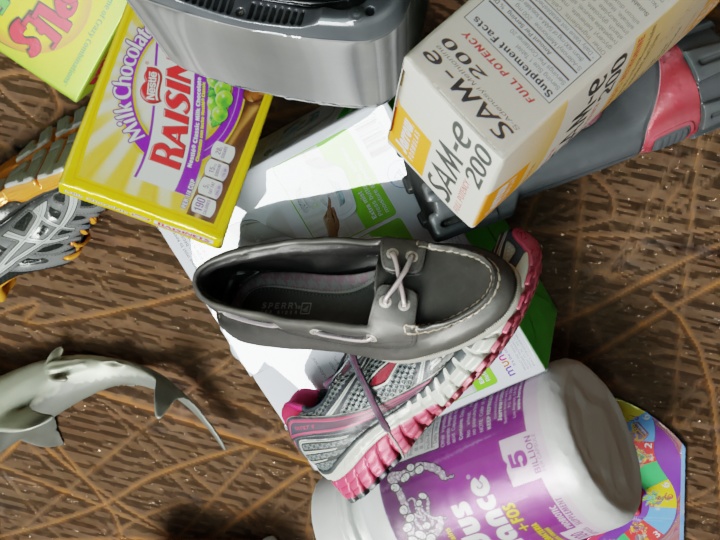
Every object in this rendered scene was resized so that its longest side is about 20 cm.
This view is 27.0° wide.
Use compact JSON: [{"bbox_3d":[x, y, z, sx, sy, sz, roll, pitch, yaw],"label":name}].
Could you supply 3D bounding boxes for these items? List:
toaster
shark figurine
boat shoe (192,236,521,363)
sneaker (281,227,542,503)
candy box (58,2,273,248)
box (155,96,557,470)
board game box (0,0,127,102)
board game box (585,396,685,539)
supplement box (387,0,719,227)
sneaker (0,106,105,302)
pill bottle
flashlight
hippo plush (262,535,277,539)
[{"bbox_3d":[-0.036,-0.161,0.821,0.200,0.129,0.114,12,76,7],"label":"toaster"},{"bbox_3d":[-0.212,0.102,1.079,0.214,0.128,0.090,-15,136,0],"label":"shark figurine"},{"bbox_3d":[-0.009,0.013,0.847,0.200,0.067,0.057,-4,157,34],"label":"boat shoe"},{"bbox_3d":[0.031,0.050,0.880,0.075,0.081,0.200,43,110,4],"label":"sneaker"},{"bbox_3d":[-0.099,-0.123,0.897,0.102,0.026,0.200,19,78,-4],"label":"candy box"},{"bbox_3d":[0.000,0.000,0.959,0.176,0.097,0.200,-27,105,22],"label":"box"},{"bbox_3d":[-0.233,-0.208,0.949,0.200,0.048,0.102,34,116,-3],"label":"board game box"},{"bbox_3d":[0.143,0.178,1.034,0.158,0.039,0.200,2,114,12],"label":"board game box"},{"bbox_3d":[0.112,-0.125,0.783,0.200,0.126,0.074,-42,81,-11],"label":"supplement box"},{"bbox_3d":[-0.203,-0.045,1.005,0.200,0.078,0.077,-25,119,25],"label":"sneaker"},{"bbox_3d":[0.071,0.141,0.975,0.200,0.112,0.112,-26,105,27],"label":"pill bottle"},{"bbox_3d":[0.120,-0.085,0.868,0.200,0.068,0.068,-19,113,-9],"label":"flashlight"},{"bbox_3d":[-0.107,0.283,1.072,0.200,0.159,0.161,9,115,9],"label":"hippo plush"}]
